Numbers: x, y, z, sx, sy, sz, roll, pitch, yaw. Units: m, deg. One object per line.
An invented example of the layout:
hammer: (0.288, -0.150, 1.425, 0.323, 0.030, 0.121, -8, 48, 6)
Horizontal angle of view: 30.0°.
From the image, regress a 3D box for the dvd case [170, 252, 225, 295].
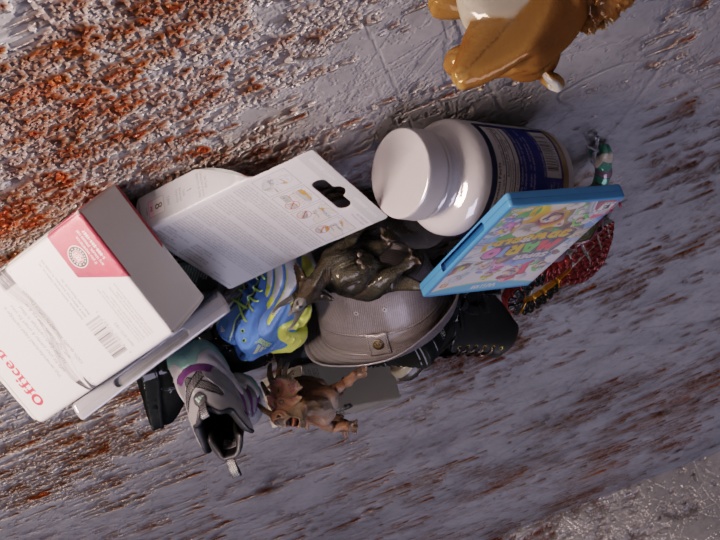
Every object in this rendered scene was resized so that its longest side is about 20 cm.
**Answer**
dvd case: (-0.242, 0.025, 1.484, 0.198, 0.022, 0.146, -10, 155, -20)

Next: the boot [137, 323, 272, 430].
boot: (-0.194, 0.120, 1.656, 0.161, 0.074, 0.199, -18, 155, -14)

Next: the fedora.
fedora: (0.011, 0.023, 1.554, 0.198, 0.178, 0.091, -5, 130, 25)

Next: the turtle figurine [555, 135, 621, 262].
turtle figurine: (0.239, -0.072, 1.574, 0.148, 0.102, 0.200, -23, 162, 5)

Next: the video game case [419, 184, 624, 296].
video game case: (0.164, -0.029, 1.395, 0.142, 0.018, 0.200, -6, 156, -29)

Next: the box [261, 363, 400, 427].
box: (-0.038, 0.163, 1.837, 0.082, 0.069, 0.199, -23, 167, 37)

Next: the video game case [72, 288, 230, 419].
video game case: (-0.217, 0.082, 1.410, 0.181, 0.022, 0.200, -37, -175, -5)

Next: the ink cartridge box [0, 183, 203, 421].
ink cartridge box: (-0.277, 0.034, 1.307, 0.199, 0.146, 0.083, -32, -168, 27)

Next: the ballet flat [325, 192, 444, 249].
ballet flat: (0.020, -0.058, 1.486, 0.199, 0.068, 0.046, -2, -168, -41)

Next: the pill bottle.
pill bottle: (0.114, -0.094, 1.388, 0.198, 0.121, 0.120, 1, 149, -39)

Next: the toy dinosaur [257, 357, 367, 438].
toy dinosaur: (-0.072, 0.157, 1.645, 0.134, 0.087, 0.200, 5, 169, -14)

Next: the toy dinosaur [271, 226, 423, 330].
toy dinosaur: (0.000, 0.000, 1.441, 0.199, 0.078, 0.102, -3, 152, -43)

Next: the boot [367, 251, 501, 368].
boot: (0.061, 0.042, 1.643, 0.197, 0.074, 0.163, 4, -139, 42)

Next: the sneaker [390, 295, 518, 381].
sneaker: (0.127, 0.093, 1.705, 0.200, 0.107, 0.075, -46, -164, -29)

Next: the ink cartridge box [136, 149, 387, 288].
ink cartridge box: (-0.097, -0.062, 1.344, 0.199, 0.058, 0.162, -28, 148, 18)

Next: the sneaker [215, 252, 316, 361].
sneaker: (-0.106, 0.036, 1.492, 0.104, 0.076, 0.201, -28, 144, -25)

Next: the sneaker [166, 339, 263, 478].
sneaker: (-0.153, 0.180, 1.549, 0.077, 0.141, 0.200, -28, 148, 9)

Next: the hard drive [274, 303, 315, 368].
hard drive: (-0.007, 0.069, 1.751, 0.198, 0.033, 0.140, -12, 155, -18)

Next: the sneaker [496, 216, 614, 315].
sneaker: (0.245, -0.023, 1.719, 0.199, 0.082, 0.078, -26, 139, -25)

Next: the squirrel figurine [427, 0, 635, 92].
squirrel figurine: (0.160, -0.220, 1.143, 0.198, 0.143, 0.187, -22, 163, 10)
